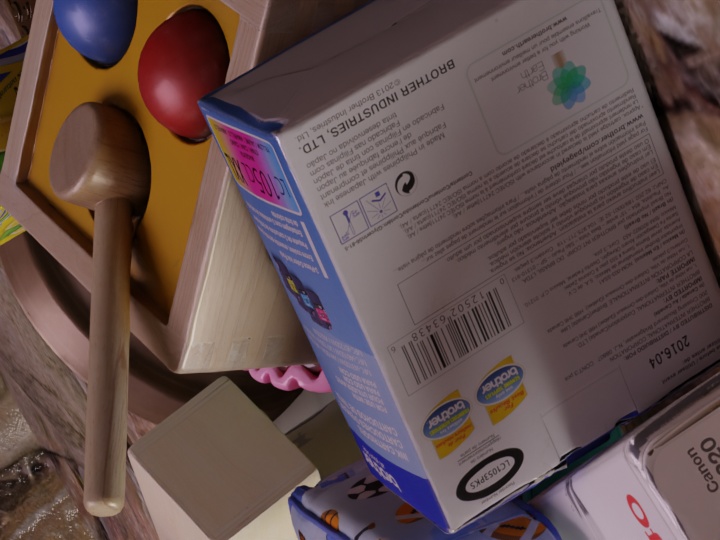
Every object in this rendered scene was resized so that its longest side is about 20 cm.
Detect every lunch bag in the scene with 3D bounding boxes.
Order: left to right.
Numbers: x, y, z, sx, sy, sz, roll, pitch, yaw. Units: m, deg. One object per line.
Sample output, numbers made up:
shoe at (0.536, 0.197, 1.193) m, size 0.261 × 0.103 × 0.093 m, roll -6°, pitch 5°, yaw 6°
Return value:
lunch bag at (0.044, 0.163, 0.946) m, size 0.200 × 0.075 × 0.161 m, roll -149°, pitch 40°, yaw -67°

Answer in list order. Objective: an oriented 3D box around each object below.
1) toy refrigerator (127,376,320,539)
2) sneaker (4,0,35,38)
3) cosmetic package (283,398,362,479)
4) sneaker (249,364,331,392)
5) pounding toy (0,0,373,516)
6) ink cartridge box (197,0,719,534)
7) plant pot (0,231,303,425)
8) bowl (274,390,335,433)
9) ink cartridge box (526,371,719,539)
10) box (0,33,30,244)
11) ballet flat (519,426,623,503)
toy refrigerator at (-0.053, 0.144, 1.191) m, size 0.076 × 0.070 × 0.200 m, roll 43°, pitch 160°, yaw 30°
sneaker at (-0.148, -0.160, 1.265) m, size 0.200 × 0.090 × 0.067 m, roll 55°, pitch 143°, yaw 28°
cosmetic package at (0.045, 0.158, 1.223) m, size 0.087 × 0.103 × 0.201 m, roll 29°, pitch 148°, yaw 62°
sneaker at (0.017, 0.001, 0.980) m, size 0.199 × 0.079 × 0.096 m, roll -1°, pitch 106°, yaw 42°
pounding toy at (-0.068, -0.040, 0.919) m, size 0.184 × 0.142 × 0.201 m, roll 39°, pitch 122°, yaw 44°
ink cartridge box at (0.047, -0.002, 0.843) m, size 0.076 × 0.136 × 0.201 m, roll 29°, pitch 147°, yaw 63°
plant pot at (-0.088, -0.018, 1.253) m, size 0.093 × 0.201 × 0.201 m, roll -44°, pitch 73°, yaw 32°
bowl at (-0.083, 0.045, 1.468) m, size 0.200 × 0.074 × 0.201 m, roll 37°, pitch 155°, yaw 53°
ink cartridge box at (0.143, 0.120, 0.872) m, size 0.146 × 0.085 × 0.200 m, roll 57°, pitch 167°, yaw 7°
box at (-0.138, -0.068, 1.053) m, size 0.064 × 0.200 × 0.070 m, roll 56°, pitch 165°, yaw 7°
ballet flat at (0.090, 0.142, 1.005) m, size 0.068 × 0.068 × 0.201 m, roll -36°, pitch 61°, yaw 52°
